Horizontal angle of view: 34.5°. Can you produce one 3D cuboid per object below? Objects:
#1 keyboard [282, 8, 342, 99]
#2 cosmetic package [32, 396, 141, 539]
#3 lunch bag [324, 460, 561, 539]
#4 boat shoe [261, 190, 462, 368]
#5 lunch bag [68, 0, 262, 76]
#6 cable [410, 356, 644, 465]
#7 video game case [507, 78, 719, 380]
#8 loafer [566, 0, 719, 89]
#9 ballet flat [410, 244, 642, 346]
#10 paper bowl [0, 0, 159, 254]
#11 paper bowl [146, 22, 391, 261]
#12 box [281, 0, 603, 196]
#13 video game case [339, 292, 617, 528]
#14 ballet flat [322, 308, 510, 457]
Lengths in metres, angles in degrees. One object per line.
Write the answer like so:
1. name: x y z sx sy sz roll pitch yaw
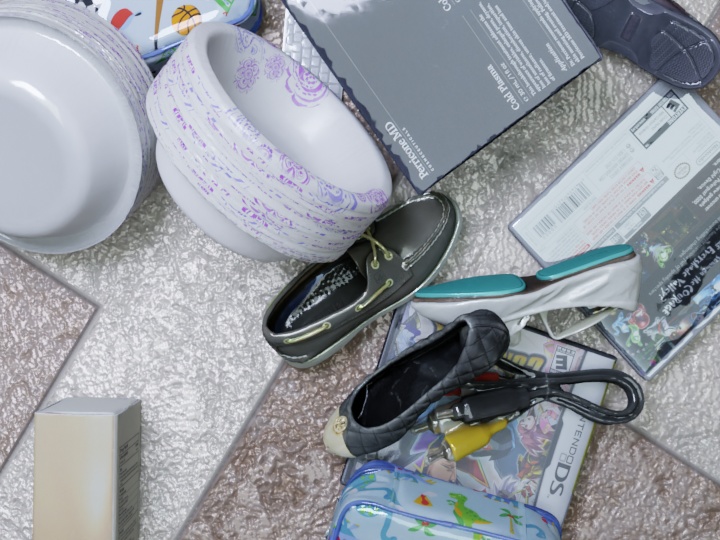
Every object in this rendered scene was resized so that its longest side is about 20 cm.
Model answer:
1. keyboard: -0.037 -0.235 1.010 0.055 0.011 0.204 5 92 1
2. cosmetic package: -0.230 0.213 0.977 0.070 0.105 0.204 1 90 1
3. lunch bag: 0.062 0.260 0.973 0.197 0.083 0.163 13 109 1
4. boat shoe: 0.002 0.002 0.981 0.201 0.060 0.072 -41 61 1
5. lunch bag: -0.182 -0.252 0.982 0.197 0.076 0.163 -19 89 2
6. cable: 0.137 0.102 0.987 0.197 0.050 0.099 -8 74 -11
7. video game case: 0.259 -0.039 1.006 0.200 0.023 0.182 -43 90 1
8. loafer: 0.222 -0.225 0.991 0.199 0.063 0.072 37 120 9
9. ballet flat: 0.143 0.030 0.968 0.197 0.069 0.071 -12 91 -1
10. paper bowl: -0.263 -0.108 0.931 0.197 0.105 0.204 5 118 10
11. paper bowl: -0.080 -0.089 0.911 0.201 0.201 0.104 45 114 -1
12. box: 0.065 -0.198 0.947 0.181 0.104 0.201 -35 93 10
13. video game case: 0.102 0.130 1.009 0.197 0.026 0.183 18 92 0
14. ballet flat: 0.036 0.089 0.946 0.199 0.056 0.067 -39 50 27
